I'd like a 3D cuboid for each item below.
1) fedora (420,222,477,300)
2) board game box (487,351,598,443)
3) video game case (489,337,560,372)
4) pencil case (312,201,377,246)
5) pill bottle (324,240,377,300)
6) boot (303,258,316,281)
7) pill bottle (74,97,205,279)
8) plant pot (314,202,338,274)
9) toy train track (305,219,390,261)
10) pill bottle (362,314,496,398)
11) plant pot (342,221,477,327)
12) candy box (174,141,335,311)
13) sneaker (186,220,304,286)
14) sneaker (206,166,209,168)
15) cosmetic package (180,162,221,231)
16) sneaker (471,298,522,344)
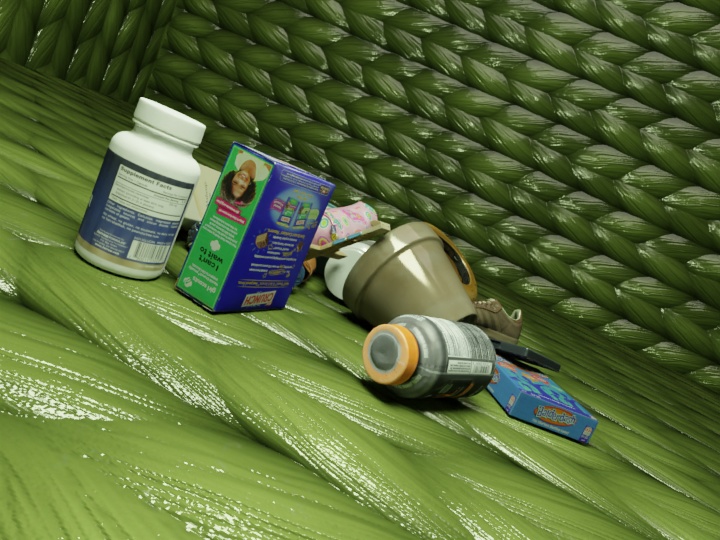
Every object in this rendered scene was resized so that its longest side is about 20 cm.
[{"bbox_3d":[0.156,-0.003,1.103,0.200,0.082,0.202,39,28,-26],"label":"fedora"},{"bbox_3d":[0.280,0.201,0.917,0.151,0.045,0.200,22,9,-15],"label":"board game box"},{"bbox_3d":[0.263,0.147,1.038,0.199,0.019,0.142,11,-11,47],"label":"video game case"},{"bbox_3d":[-0.039,-0.092,1.094,0.087,0.088,0.199,29,22,21],"label":"pencil case"},{"bbox_3d":[0.000,0.000,1.067,0.113,0.115,0.200,27,9,9],"label":"pill bottle"},{"bbox_3d":[-0.173,-0.047,1.016,0.198,0.074,0.155,21,14,-9],"label":"boot"},{"bbox_3d":[-0.267,-0.102,0.671,0.110,0.202,0.111,24,9,-4],"label":"pill bottle"},{"bbox_3d":[-0.110,-0.092,1.212,0.198,0.136,0.200,25,10,-5],"label":"plant pot"},{"bbox_3d":[-0.037,-0.054,0.893,0.199,0.033,0.114,-17,-18,37],"label":"toy train track"},{"bbox_3d":[0.090,0.115,0.714,0.199,0.107,0.106,14,14,-48],"label":"pill bottle"},{"bbox_3d":[0.097,0.050,0.902,0.174,0.201,0.199,48,20,28],"label":"plant pot"},{"bbox_3d":[-0.135,-0.050,0.731,0.077,0.202,0.169,27,8,22],"label":"candy box"},{"bbox_3d":[-0.183,-0.033,0.906,0.198,0.078,0.085,25,5,-5],"label":"sneaker"},{"bbox_3d":[-0.380,-0.193,1.296,0.199,0.075,0.106,18,-21,50],"label":"sneaker"},{"bbox_3d":[-0.290,-0.124,0.927,0.072,0.105,0.200,-7,-1,12],"label":"cosmetic package"},{"bbox_3d":[0.224,0.081,1.025,0.198,0.076,0.070,23,-8,-24],"label":"sneaker"}]
